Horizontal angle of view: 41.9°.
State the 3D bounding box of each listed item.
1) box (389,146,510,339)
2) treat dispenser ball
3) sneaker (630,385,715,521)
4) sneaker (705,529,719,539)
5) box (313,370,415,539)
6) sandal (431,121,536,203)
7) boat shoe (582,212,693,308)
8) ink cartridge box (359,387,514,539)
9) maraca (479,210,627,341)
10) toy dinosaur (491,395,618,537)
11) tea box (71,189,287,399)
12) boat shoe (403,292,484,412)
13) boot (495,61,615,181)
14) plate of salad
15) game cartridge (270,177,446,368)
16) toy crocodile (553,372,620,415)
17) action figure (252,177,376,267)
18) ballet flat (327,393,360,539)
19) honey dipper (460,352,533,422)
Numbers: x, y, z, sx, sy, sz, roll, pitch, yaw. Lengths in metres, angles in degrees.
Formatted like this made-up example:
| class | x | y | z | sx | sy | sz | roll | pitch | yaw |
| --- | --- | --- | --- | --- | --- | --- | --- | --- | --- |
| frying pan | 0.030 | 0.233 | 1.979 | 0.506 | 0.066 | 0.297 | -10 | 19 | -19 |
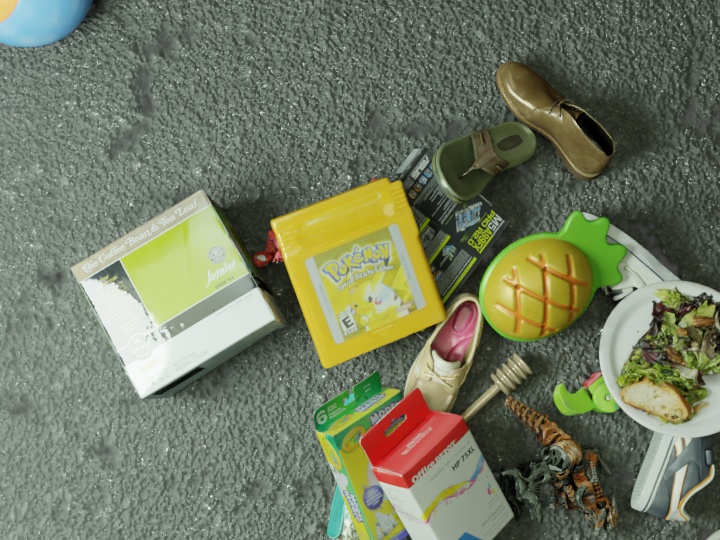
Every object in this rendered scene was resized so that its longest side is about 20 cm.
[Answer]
| class | x | y | z | sx | sy | sz | roll | pitch | yaw |
| --- | --- | --- | --- | --- | --- | --- | --- | --- | --- |
| box | 0.077 | -0.037 | 1.248 | 0.160 | 0.044 | 0.201 | 38 | 87 | -15 |
| treat dispenser ball | -0.459 | -0.406 | 1.271 | 0.199 | 0.201 | 0.203 | 0 | 83 | 3 |
| sneaker | 0.417 | 0.223 | 1.207 | 0.079 | 0.078 | 0.202 | 20 | 92 | 9 |
| sneaker | 0.446 | 0.399 | 1.185 | 0.200 | 0.075 | 0.081 | -42 | 83 | -3 |
| box | 0.023 | 0.240 | 1.189 | 0.117 | 0.048 | 0.201 | -29 | 104 | -29 |
| sandal | 0.166 | -0.156 | 1.230 | 0.200 | 0.057 | 0.080 | -34 | 88 | -35 |
| boat shoe | 0.350 | 0.006 | 1.243 | 0.200 | 0.071 | 0.070 | 40 | 84 | 0 |
| ink cartridge box | 0.096 | 0.260 | 1.170 | 0.116 | 0.067 | 0.201 | -38 | 110 | -28 |
| maraca | 0.246 | 0.010 | 1.210 | 0.199 | 0.107 | 0.137 | -35 | 108 | 8 |
| toy dinosaur | 0.248 | 0.259 | 1.220 | 0.135 | 0.102 | 0.200 | -32 | 64 | -16 |
| tea box | -0.233 | 0.035 | 1.239 | 0.199 | 0.134 | 0.198 | -30 | 83 | -1 |
| boat shoe | 0.108 | 0.120 | 1.240 | 0.073 | 0.069 | 0.202 | 21 | 85 | 6 |
| boot | 0.265 | -0.215 | 1.262 | 0.074 | 0.076 | 0.200 | -41 | 83 | -18 |
| plate of salad | 0.398 | 0.105 | 1.166 | 0.198 | 0.048 | 0.202 | -3 | 69 | 7 |
| game cartridge | 0.000 | 0.000 | 1.196 | 0.175 | 0.032 | 0.202 | -22 | 101 | -10 |
| toy crocodile | 0.346 | 0.135 | 1.225 | 0.199 | 0.068 | 0.062 | -29 | 82 | 0 |
| action figure | -0.051 | -0.042 | 1.257 | 0.199 | 0.099 | 0.066 | -26 | 127 | 2 |
| ballet flat | 0.000 | 0.261 | 1.242 | 0.071 | 0.072 | 0.202 | 9 | 86 | 4 |
| honey dipper | 0.144 | 0.190 | 1.247 | 0.200 | 0.038 | 0.038 | -43 | 83 | -1 |
